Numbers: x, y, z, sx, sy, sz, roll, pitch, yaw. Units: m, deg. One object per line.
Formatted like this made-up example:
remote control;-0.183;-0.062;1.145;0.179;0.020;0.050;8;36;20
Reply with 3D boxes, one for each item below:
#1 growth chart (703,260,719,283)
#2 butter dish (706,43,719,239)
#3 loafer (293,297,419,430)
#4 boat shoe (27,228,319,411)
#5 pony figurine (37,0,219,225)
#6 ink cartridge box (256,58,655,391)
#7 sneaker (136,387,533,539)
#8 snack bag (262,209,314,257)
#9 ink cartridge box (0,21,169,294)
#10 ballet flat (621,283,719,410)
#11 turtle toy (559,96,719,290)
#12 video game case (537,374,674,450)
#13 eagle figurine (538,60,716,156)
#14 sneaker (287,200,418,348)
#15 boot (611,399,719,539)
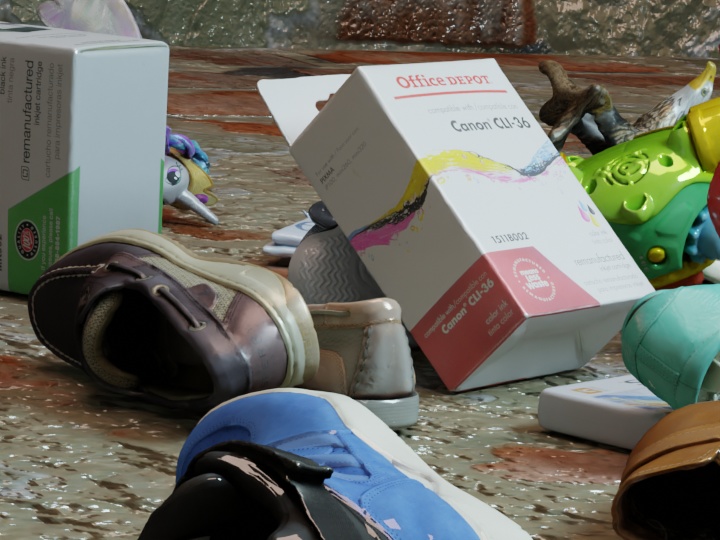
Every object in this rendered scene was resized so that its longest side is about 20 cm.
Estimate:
growth chart;0.305;0.004;1.781;0.200;0.018;0.145;-1;11;-23
butter dish;0.260;-0.006;1.467;0.200;0.148;0.199;47;-15;-29
loafer;-0.039;0.028;1.345;0.072;0.063;0.200;-4;12;-36
boat shoe;-0.102;0.026;1.311;0.065;0.072;0.200;-20;20;-37
pony figurine;-0.201;-0.092;1.865;0.193;0.167;0.200;44;24;23
ink cartridge box;0.046;-0.042;1.440;0.116;0.068;0.200;-8;58;-50
sneaker;-0.037;0.083;0.951;0.111;0.077;0.200;9;11;-34
snack bag;0.050;-0.019;1.816;0.188;0.021;0.200;6;10;12
ink cartridge box;-0.213;-0.068;1.629;0.200;0.146;0.084;9;12;36
ballet flat;0.212;0.042;1.263;0.200;0.067;0.070;-1;34;-25
turtle toy;0.176;-0.037;1.709;0.146;0.101;0.200;-19;3;11
video game case;0.215;0.071;1.305;0.200;0.022;0.182;12;13;42
eagle figurine;0.228;-0.079;2.029;0.200;0.151;0.152;31;45;-19
sneaker;0.000;0.000;1.530;0.114;0.076;0.200;3;6;37
boot;0.198;0.076;1.081;0.200;0.077;0.155;4;7;18
